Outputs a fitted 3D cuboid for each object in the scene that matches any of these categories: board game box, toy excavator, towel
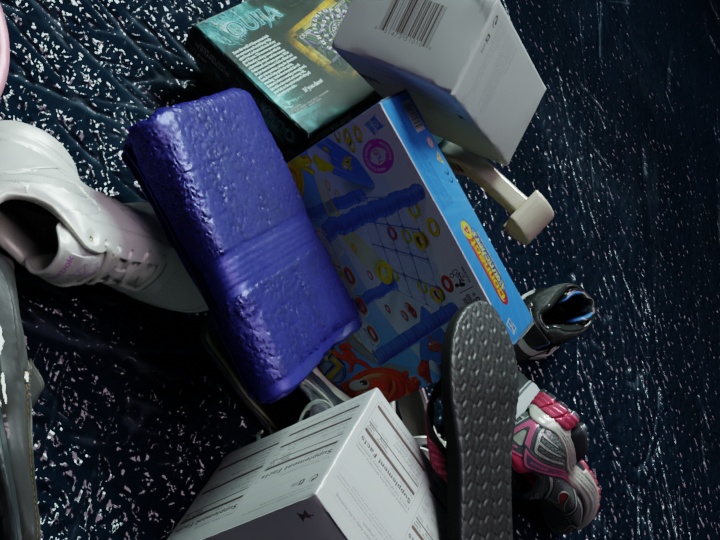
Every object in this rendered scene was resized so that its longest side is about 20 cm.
[{"bbox_3d":[0.000,0.000,0.814,0.202,0.194,0.056,60,31,-2],"label":"board game box"},{"bbox_3d":[0.076,-0.113,0.982,0.195,0.100,0.200,47,-2,-18],"label":"toy excavator"},{"bbox_3d":[-0.037,-0.188,0.904,0.135,0.028,0.200,44,46,8],"label":"board game box"},{"bbox_3d":[-0.080,-0.020,0.727,0.203,0.049,0.148,65,26,-5],"label":"towel"}]

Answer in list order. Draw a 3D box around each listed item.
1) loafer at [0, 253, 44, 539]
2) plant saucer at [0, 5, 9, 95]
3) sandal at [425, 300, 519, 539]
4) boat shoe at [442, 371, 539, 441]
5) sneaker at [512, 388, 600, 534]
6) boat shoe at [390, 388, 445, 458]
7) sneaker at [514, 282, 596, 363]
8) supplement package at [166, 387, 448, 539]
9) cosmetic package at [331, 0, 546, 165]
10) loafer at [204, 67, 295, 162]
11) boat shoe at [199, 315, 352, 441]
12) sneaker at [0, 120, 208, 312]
[{"bbox_3d":[-0.211,0.071,0.609,0.072,0.072,0.203,4,66,-56],"label":"loafer"},{"bbox_3d":[-0.313,-0.158,0.640,0.199,0.050,0.203,30,47,-39],"label":"plant saucer"},{"bbox_3d":[0.069,0.118,0.704,0.074,0.045,0.204,18,67,-40],"label":"sandal"},{"bbox_3d":[0.108,0.141,0.990,0.057,0.069,0.199,46,32,12],"label":"boat shoe"},{"bbox_3d":[0.172,0.192,0.999,0.074,0.080,0.201,-40,138,-15],"label":"sneaker"},{"bbox_3d":[0.042,0.155,0.884,0.071,0.065,0.203,12,59,-48],"label":"boat shoe"},{"bbox_3d":[0.214,0.051,1.137,0.199,0.111,0.074,-20,85,-55],"label":"sneaker"},{"bbox_3d":[-0.007,0.211,0.705,0.201,0.155,0.111,55,34,-12],"label":"supplement package"},{"bbox_3d":[0.069,-0.161,0.842,0.082,0.112,0.200,-63,157,-1],"label":"cosmetic package"},{"bbox_3d":[-0.052,-0.129,0.933,0.201,0.076,0.068,54,49,-14],"label":"loafer"},{"bbox_3d":[-0.045,0.106,0.795,0.201,0.074,0.062,56,34,-8],"label":"boat shoe"},{"bbox_3d":[-0.174,-0.011,0.692,0.199,0.075,0.100,31,28,-30],"label":"sneaker"}]
